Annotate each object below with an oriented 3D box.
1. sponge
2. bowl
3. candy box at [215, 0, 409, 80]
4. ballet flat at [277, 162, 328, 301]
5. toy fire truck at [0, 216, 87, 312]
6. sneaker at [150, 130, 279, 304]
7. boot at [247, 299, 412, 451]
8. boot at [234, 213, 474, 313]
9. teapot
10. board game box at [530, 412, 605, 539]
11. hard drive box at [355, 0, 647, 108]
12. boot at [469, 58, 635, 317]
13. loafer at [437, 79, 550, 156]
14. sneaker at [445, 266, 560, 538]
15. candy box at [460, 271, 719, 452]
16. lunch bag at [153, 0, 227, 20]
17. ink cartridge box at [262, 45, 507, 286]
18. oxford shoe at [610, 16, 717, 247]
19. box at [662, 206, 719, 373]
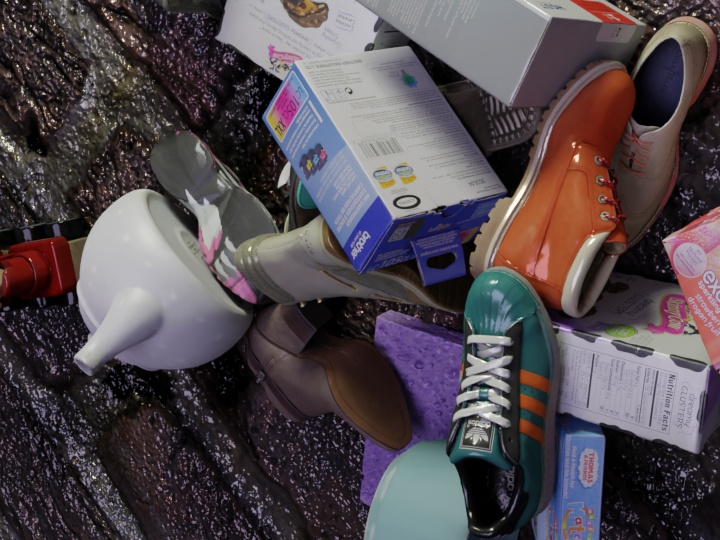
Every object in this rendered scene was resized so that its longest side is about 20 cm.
[{"bbox_3d":[0.058,0.150,1.222,0.110,0.030,0.203,16,111,31],"label":"sponge"},{"bbox_3d":[0.071,0.233,1.123,0.104,0.200,0.204,14,109,22],"label":"bowl"},{"bbox_3d":[-0.026,-0.267,1.151,0.167,0.071,0.202,34,117,22],"label":"candy box"},{"bbox_3d":[-0.050,-0.066,1.216,0.068,0.067,0.203,37,126,45],"label":"ballet flat"},{"bbox_3d":[-0.415,0.026,1.401,0.174,0.199,0.131,-5,99,34],"label":"toy fire truck"},{"bbox_3d":[-0.127,-0.054,1.263,0.080,0.086,0.201,-35,71,9],"label":"sneaker"},{"bbox_3d":[-0.038,0.116,1.244,0.201,0.070,0.146,56,145,13],"label":"boot"},{"bbox_3d":[0.000,0.000,1.150,0.154,0.198,0.073,-15,63,46],"label":"boot"},{"bbox_3d":[-0.212,0.027,1.249,0.146,0.200,0.198,-41,54,9],"label":"teapot"},{"bbox_3d":[0.170,0.173,1.059,0.036,0.200,0.154,1,105,1],"label":"board game box"},{"bbox_3d":[0.104,-0.213,1.011,0.200,0.155,0.077,40,119,28],"label":"hard drive box"},{"bbox_3d":[0.175,-0.061,0.958,0.107,0.075,0.202,27,90,40],"label":"boot"},{"bbox_3d":[0.099,-0.130,1.107,0.199,0.068,0.077,-1,100,50],"label":"loafer"},{"bbox_3d":[0.103,0.102,0.926,0.071,0.080,0.203,1,104,33],"label":"sneaker"},{"bbox_3d":[0.207,0.060,1.008,0.198,0.167,0.073,14,111,29],"label":"candy box"},{"bbox_3d":[-0.163,-0.362,1.188,0.164,0.117,0.202,37,113,31],"label":"lunch bag"},{"bbox_3d":[0.028,-0.084,1.044,0.201,0.135,0.077,57,138,22],"label":"ink cartridge box"},{"bbox_3d":[0.225,-0.107,1.021,0.070,0.074,0.203,23,114,24],"label":"oxford shoe"},{"bbox_3d":[0.309,-0.009,0.913,0.094,0.199,0.104,-22,89,35],"label":"box"}]
